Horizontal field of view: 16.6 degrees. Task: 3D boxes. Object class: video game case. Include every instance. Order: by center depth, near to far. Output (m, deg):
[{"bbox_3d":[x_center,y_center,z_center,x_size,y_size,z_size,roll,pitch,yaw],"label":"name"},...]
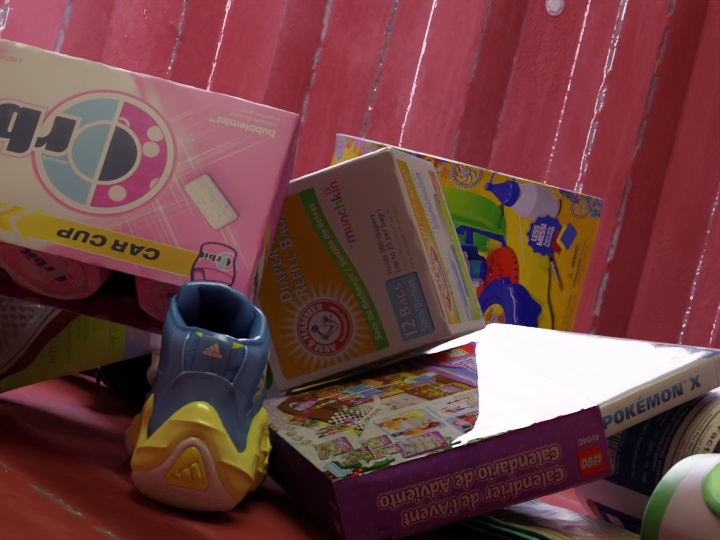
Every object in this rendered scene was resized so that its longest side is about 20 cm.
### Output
[{"bbox_3d":[0.081,0.071,1.422,0.182,0.022,0.200,-20,16,-37],"label":"video game case"}]

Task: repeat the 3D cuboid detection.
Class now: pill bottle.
[{"bbox_3d":[0.220,0.120,1.423,0.111,0.111,0.200,12,3,-35],"label":"pill bottle"}]

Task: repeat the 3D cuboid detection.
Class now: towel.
[{"bbox_3d":[0.096,0.139,1.347,0.200,0.022,0.146,16,4,38],"label":"towel"}]

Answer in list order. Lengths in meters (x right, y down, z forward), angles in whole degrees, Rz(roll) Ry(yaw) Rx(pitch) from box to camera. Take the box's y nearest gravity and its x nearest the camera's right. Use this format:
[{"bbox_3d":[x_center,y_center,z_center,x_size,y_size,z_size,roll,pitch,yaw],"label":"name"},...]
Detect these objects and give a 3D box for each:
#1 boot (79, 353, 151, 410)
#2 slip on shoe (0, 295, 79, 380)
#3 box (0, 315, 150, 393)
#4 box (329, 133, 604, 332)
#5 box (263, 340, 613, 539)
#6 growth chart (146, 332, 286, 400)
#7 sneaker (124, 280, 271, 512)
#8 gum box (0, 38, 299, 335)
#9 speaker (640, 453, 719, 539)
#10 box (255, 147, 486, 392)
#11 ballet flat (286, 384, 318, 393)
[{"bbox_3d":[-0.167,0.042,1.558,0.199,0.078,0.138,11,9,12],"label":"boot"},{"bbox_3d":[-0.177,0.007,1.344,0.074,0.061,0.200,40,46,3],"label":"slip on shoe"},{"bbox_3d":[-0.148,-0.008,1.451,0.200,0.122,0.048,-14,23,-42],"label":"box"},{"bbox_3d":[0.060,0.014,1.926,0.192,0.201,0.122,13,3,-16],"label":"box"},{"bbox_3d":[0.029,0.085,1.254,0.136,0.039,0.200,-15,11,-12],"label":"box"},{"bbox_3d":[-0.079,0.022,1.413,0.018,0.145,0.200,-7,-20,18],"label":"growth chart"},{"bbox_3d":[-0.071,0.058,1.235,0.075,0.105,0.200,14,3,-7],"label":"sneaker"},{"bbox_3d":[-0.142,-0.043,1.273,0.199,0.114,0.066,14,-28,2],"label":"gum box"},{"bbox_3d":[0.230,0.147,1.172,0.088,0.089,0.200,12,3,-45],"label":"speaker"},{"bbox_3d":[0.000,0.000,1.418,0.101,0.113,0.200,-18,-3,8],"label":"box"},{"bbox_3d":[0.029,0.098,1.585,0.067,0.067,0.200,41,20,33],"label":"ballet flat"}]
